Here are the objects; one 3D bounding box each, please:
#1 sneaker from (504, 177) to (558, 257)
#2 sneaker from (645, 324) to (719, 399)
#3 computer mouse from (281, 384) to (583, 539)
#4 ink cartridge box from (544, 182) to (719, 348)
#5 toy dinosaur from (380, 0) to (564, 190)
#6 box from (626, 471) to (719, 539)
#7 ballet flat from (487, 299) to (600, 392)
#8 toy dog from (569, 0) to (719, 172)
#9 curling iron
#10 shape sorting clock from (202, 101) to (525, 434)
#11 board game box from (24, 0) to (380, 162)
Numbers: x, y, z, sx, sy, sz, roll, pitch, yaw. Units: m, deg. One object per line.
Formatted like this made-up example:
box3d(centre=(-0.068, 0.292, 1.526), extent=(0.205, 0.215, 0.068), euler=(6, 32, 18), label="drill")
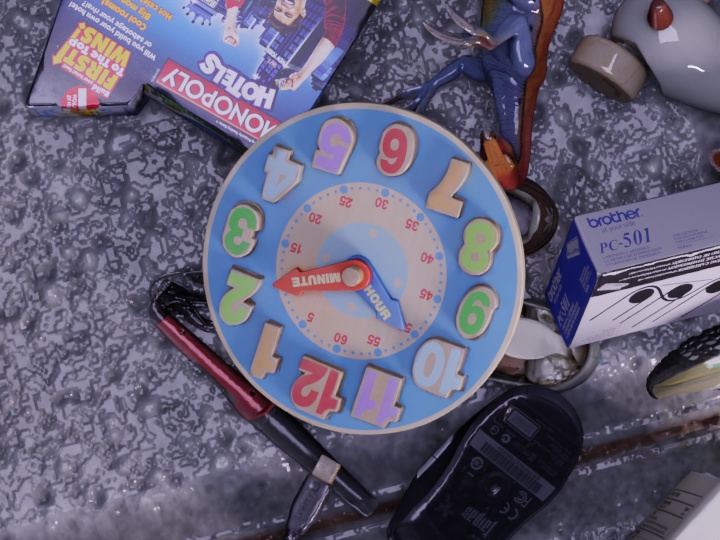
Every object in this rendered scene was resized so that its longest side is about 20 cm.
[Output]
box3d(centre=(0.025, -0.047, 1.529), extent=(0.198, 0.076, 0.071), euler=(4, 87, -2), label="sneaker")
box3d(centre=(0.278, 0.074, 1.536), extent=(0.198, 0.077, 0.089), euler=(-8, 96, 0), label="sneaker")
box3d(centre=(0.036, 0.137, 1.531), extent=(0.140, 0.046, 0.201), euler=(32, 96, -15), label="computer mouse")
box3d(centre=(0.217, -0.014, 1.499), extent=(0.199, 0.094, 0.044), euler=(-13, 63, -16), label="ink cartridge box")
box3d(centre=(0.097, -0.146, 1.511), extent=(0.199, 0.105, 0.183), euler=(-20, 81, -3), label="toy dinosaur")
box3d(centre=(0.182, 0.231, 1.495), extent=(0.109, 0.128, 0.200), euler=(44, 88, 0), label="box")
box3d(centre=(0.053, 0.032, 1.532), extent=(0.199, 0.064, 0.068), euler=(11, 88, -1), label="ballet flat")
box3d(centre=(0.231, -0.123, 1.527), extent=(0.199, 0.096, 0.133), euler=(13, 87, -1), label="toy dog")
box3d(centre=(-0.059, 0.077, 1.545), extent=(0.050, 0.026, 0.200), euler=(-41, 89, 0), label="curling iron")
box3d(centre=(0.000, 0.000, 1.483), extent=(0.199, 0.039, 0.202), euler=(3, 102, 15), label="shape sorting clock")
box3d(centre=(-0.110, -0.155, 1.536), extent=(0.199, 0.062, 0.201), euler=(33, 88, 1), label="board game box")
